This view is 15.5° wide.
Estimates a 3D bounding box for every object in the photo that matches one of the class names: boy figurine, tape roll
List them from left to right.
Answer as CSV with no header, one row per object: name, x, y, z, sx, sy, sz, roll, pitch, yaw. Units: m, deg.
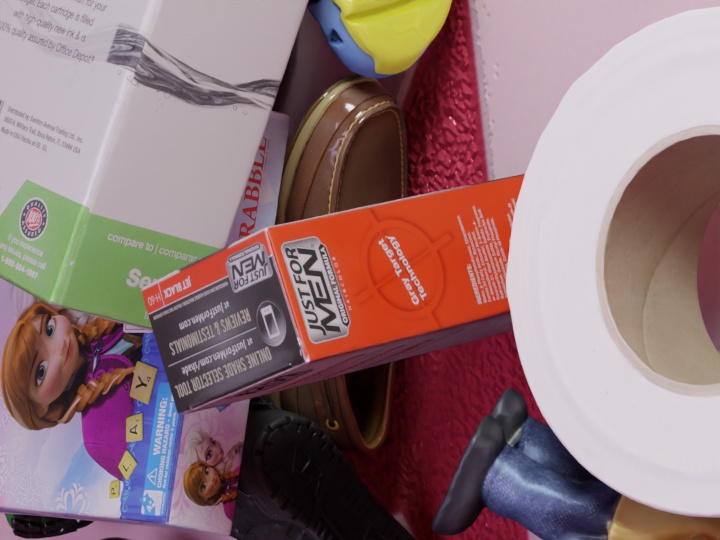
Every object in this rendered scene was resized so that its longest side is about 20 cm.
boy figurine,0.137,0.116,1.116,0.200,0.124,0.064,25,111,8
tape roll,0.156,-0.001,1.049,0.202,0.071,0.203,-6,82,42

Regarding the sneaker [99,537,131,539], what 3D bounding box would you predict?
sneaker,-0.070,0.214,1.435,0.200,0.073,0.085,28,151,36

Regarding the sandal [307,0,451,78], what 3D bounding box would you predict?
sandal,-0.017,-0.178,1.246,0.087,0.079,0.200,-41,61,51

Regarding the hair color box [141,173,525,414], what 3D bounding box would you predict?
hair color box,0.017,0.005,1.150,0.101,0.200,0.061,-24,82,50

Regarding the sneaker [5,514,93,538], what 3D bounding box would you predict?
sneaker,-0.167,0.057,1.495,0.085,0.078,0.200,30,113,49

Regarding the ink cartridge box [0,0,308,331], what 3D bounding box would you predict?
ink cartridge box,-0.111,-0.087,1.208,0.145,0.084,0.200,24,96,51

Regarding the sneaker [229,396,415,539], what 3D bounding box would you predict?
sneaker,-0.037,0.118,1.321,0.104,0.060,0.200,9,136,55

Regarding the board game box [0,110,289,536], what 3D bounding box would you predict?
board game box,-0.123,0.023,1.287,0.199,0.041,0.200,-3,76,50

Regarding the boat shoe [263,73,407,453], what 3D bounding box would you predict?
boat shoe,0.000,0.000,1.278,0.068,0.072,0.200,33,131,34
